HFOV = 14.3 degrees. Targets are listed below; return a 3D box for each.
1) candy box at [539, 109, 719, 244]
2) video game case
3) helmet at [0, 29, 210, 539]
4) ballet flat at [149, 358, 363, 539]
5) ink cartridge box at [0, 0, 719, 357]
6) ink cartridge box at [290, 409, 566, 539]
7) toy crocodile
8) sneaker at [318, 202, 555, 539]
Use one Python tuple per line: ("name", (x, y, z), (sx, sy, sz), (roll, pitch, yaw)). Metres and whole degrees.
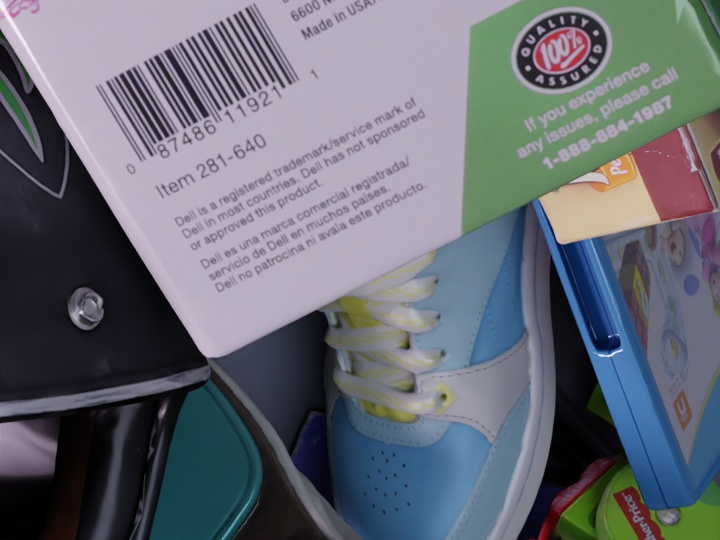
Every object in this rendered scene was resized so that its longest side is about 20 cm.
("candy box", (0.092, -0.107, 0.805), (0.200, 0.055, 0.116), (-47, 119, -49))
("video game case", (0.084, -0.051, 0.847), (0.018, 0.143, 0.201), (-10, 111, 32))
("helmet", (-0.138, 0.018, 0.743), (0.199, 0.200, 0.192), (10, 115, -19))
("ballet flat", (-0.026, 0.087, 0.828), (0.069, 0.200, 0.070), (-31, 143, -27))
("ink cartridge box", (-0.020, -0.105, 0.660), (0.144, 0.084, 0.201), (-26, 108, 14))
("ink cartridge box", (0.040, 0.167, 0.917), (0.199, 0.041, 0.201), (18, 96, -20))
("toy crocodile", (0.056, 0.111, 0.863), (0.062, 0.068, 0.200), (31, 65, 11))
("sneaker", (0.000, 0.000, 0.819), (0.130, 0.079, 0.201), (3, 93, -58))
